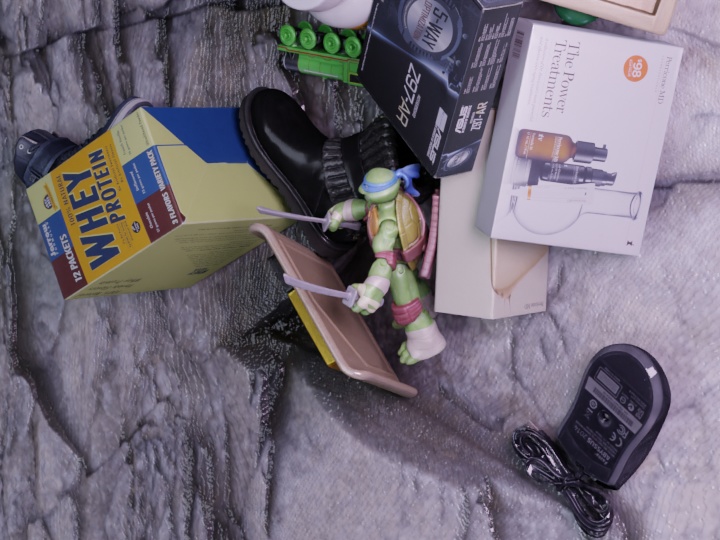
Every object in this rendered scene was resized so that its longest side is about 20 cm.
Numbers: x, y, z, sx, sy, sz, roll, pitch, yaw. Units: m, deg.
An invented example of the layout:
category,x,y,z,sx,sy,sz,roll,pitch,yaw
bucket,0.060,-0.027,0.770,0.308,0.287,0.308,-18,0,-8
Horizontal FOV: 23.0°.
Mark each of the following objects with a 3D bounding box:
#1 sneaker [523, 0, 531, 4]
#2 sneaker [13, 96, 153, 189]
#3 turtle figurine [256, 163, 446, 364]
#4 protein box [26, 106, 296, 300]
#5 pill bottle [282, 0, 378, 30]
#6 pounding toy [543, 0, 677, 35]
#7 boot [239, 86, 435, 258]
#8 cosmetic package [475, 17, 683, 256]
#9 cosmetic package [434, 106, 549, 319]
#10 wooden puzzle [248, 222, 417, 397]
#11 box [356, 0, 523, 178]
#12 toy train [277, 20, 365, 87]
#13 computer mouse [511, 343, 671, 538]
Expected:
category,x,y,z,sx,sy,sz,roll,pitch,yaw
sneaker,0.138,-0.279,1.706,0.071,0.073,0.200,40,116,32
sneaker,-0.330,-0.148,2.081,0.146,0.077,0.202,43,119,24
turtle figurine,0.000,0.000,1.748,0.144,0.200,0.194,25,147,52
protein box,-0.210,-0.074,1.916,0.200,0.198,0.135,-30,76,36
pill bottle,0.008,-0.290,1.726,0.113,0.200,0.113,4,96,37
pounding toy,0.197,-0.303,1.602,0.184,0.142,0.200,16,108,-6
boot,-0.022,-0.132,1.838,0.158,0.079,0.211,-39,81,41
cosmetic package,0.200,-0.121,1.626,0.052,0.151,0.200,-136,54,-68
cosmetic package,0.131,-0.058,1.713,0.073,0.103,0.200,6,99,37
wooden puzzle,-0.031,0.047,1.800,0.037,0.185,0.200,-38,71,8
box,0.068,-0.210,1.621,0.160,0.043,0.200,56,147,34
toy train,-0.007,-0.221,1.848,0.200,0.042,0.056,15,114,36
computer mouse,0.236,0.144,1.686,0.139,0.053,0.200,49,131,26
